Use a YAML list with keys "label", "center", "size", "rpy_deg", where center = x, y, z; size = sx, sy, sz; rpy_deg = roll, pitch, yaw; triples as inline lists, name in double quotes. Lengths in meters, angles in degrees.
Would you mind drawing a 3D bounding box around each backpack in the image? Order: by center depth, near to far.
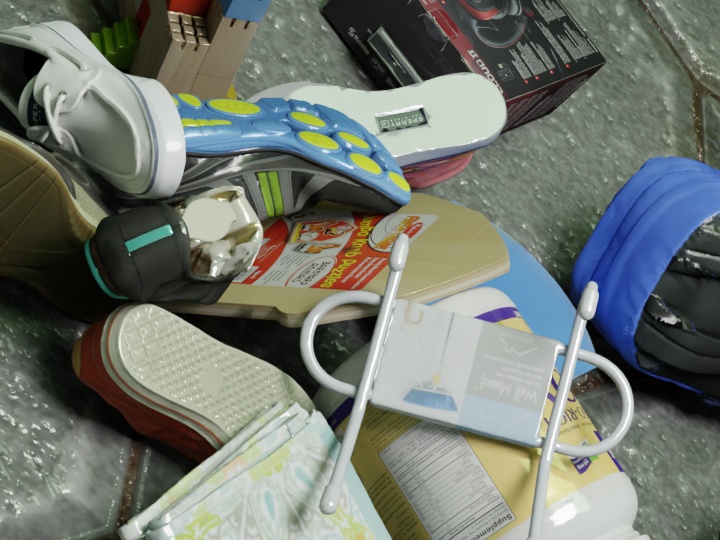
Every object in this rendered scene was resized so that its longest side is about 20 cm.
- label: "backpack"
  center: [0.250, 0.006, 1.770]
  size: [0.200, 0.163, 0.168]
  rpy_deg: [13, 18, -39]

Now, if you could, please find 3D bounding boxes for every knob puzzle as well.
- label: "knob puzzle"
  center: [0.000, 0.000, 1.512]
  size: [0.220, 0.219, 0.031]
  rpy_deg: [-41, 129, -55]

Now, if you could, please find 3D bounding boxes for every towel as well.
- label: "towel"
  center: [-0.038, 0.190, 1.346]
  size: [0.171, 0.048, 0.200]
  rpy_deg: [-35, 99, -52]

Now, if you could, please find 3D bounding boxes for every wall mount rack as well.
- label: "wall mount rack"
  center: [0.056, 0.077, 1.372]
  size: [0.200, 0.075, 0.174]
  rpy_deg: [14, 72, 2]

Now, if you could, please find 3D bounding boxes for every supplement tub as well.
- label: "supplement tub"
  center: [0.078, 0.127, 1.472]
  size: [0.145, 0.145, 0.200]
  rpy_deg: [-15, 68, -52]

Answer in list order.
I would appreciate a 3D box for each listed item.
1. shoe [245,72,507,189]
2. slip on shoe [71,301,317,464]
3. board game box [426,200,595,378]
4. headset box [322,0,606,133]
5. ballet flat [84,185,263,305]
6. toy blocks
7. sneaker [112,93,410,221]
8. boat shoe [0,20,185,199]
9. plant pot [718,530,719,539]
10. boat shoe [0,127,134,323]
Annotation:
- label: "shoe"
  center: [-0.003, -0.086, 1.666]
  size: [0.200, 0.091, 0.072]
  rpy_deg: [-9, 73, -17]
- label: "slip on shoe"
  center: [-0.088, 0.082, 1.414]
  size: [0.200, 0.061, 0.074]
  rpy_deg: [36, 58, -35]
- label: "board game box"
  center: [0.074, 0.031, 1.659]
  size: [0.158, 0.039, 0.200]
  rpy_deg: [50, 29, 12]
- label: "headset box"
  center: [0.075, -0.176, 1.826]
  size: [0.149, 0.075, 0.200]
  rpy_deg: [53, 35, 8]
- label: "ballet flat"
  center: [-0.095, -0.015, 1.397]
  size: [0.068, 0.068, 0.200]
  rpy_deg: [62, 12, 0]
- label: "toy blocks"
  center: [-0.110, -0.193, 1.573]
  size: [0.100, 0.137, 0.200]
  rpy_deg: [7, 45, -23]
- label: "sneaker"
  center: [-0.066, -0.062, 1.536]
  size: [0.199, 0.083, 0.071]
  rpy_deg: [5, 34, -18]
- label: "boat shoe"
  center: [-0.173, -0.094, 1.449]
  size: [0.065, 0.074, 0.200]
  rpy_deg: [-5, 23, -33]
- label: "plant pot"
  center: [0.350, 0.234, 1.636]
  size: [0.200, 0.200, 0.198]
  rpy_deg: [10, 41, -42]
- label: "boat shoe"
  center: [-0.191, -0.036, 1.389]
  size: [0.201, 0.072, 0.066]
  rpy_deg: [41, 12, -49]
